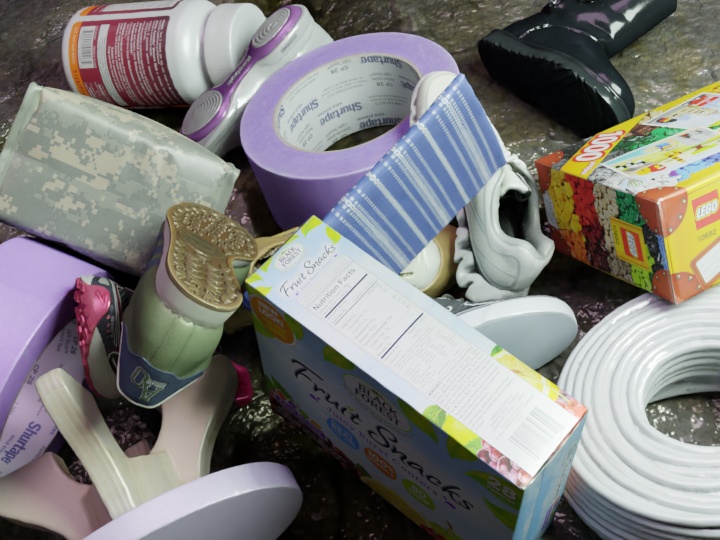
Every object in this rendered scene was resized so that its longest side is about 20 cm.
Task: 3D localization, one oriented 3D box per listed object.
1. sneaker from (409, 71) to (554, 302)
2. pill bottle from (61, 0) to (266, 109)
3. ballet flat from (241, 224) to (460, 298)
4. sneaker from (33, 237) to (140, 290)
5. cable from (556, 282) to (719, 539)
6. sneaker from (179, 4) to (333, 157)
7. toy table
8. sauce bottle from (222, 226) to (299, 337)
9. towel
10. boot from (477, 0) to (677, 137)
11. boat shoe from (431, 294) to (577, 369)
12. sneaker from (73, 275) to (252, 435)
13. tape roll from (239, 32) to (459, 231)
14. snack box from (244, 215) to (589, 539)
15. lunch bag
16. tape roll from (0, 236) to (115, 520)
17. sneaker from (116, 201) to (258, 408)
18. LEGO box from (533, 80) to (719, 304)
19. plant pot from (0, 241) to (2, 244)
[{"bbox_3d":[0.096,-0.074,0.851,0.075,0.081,0.201,-10,69,-24],"label":"sneaker"},{"bbox_3d":[-0.199,-0.224,1.150,0.199,0.110,0.110,2,48,23],"label":"pill bottle"},{"bbox_3d":[0.000,0.000,0.845,0.199,0.069,0.063,-8,2,-13],"label":"ballet flat"},{"bbox_3d":[-0.214,-0.009,0.942,0.075,0.106,0.200,25,60,38],"label":"sneaker"},{"bbox_3d":[0.215,0.094,0.697,0.200,0.069,0.200,-32,44,-11],"label":"cable"},{"bbox_3d":[-0.096,-0.155,1.070,0.200,0.100,0.075,-46,39,8],"label":"sneaker"},{"bbox_3d":[-0.149,0.148,0.722,0.199,0.184,0.117,-24,58,-11],"label":"toy table"},{"bbox_3d":[-0.114,0.021,0.905,0.199,0.065,0.065,-20,43,3],"label":"sauce bottle"},{"bbox_3d":[0.013,-0.032,0.748,0.200,0.145,0.024,-46,68,1],"label":"towel"},{"bbox_3d":[0.222,-0.210,0.995,0.168,0.077,0.200,-36,38,-10],"label":"boot"},{"bbox_3d":[0.056,0.050,0.812,0.199,0.070,0.066,-21,44,11],"label":"boat shoe"},{"bbox_3d":[-0.140,0.054,0.781,0.074,0.200,0.081,-15,64,9],"label":"sneaker"},{"bbox_3d":[-0.001,-0.118,0.986,0.199,0.085,0.200,-11,43,10],"label":"tape roll"},{"bbox_3d":[0.029,0.083,0.672,0.200,0.169,0.068,34,64,21],"label":"snack box"},{"bbox_3d":[-0.196,-0.069,0.871,0.118,0.163,0.200,-67,14,4],"label":"lunch bag"},{"bbox_3d":[-0.251,0.079,0.796,0.065,0.200,0.200,23,54,5],"label":"tape roll"},{"bbox_3d":[-0.116,0.020,0.701,0.090,0.067,0.200,-58,11,12],"label":"sneaker"},{"bbox_3d":[0.250,-0.067,0.790,0.199,0.077,0.149,-24,24,-17],"label":"LEGO box"},{"bbox_3d":[-0.452,-0.032,1.007,0.200,0.178,0.201,-12,44,11],"label":"plant pot"}]
